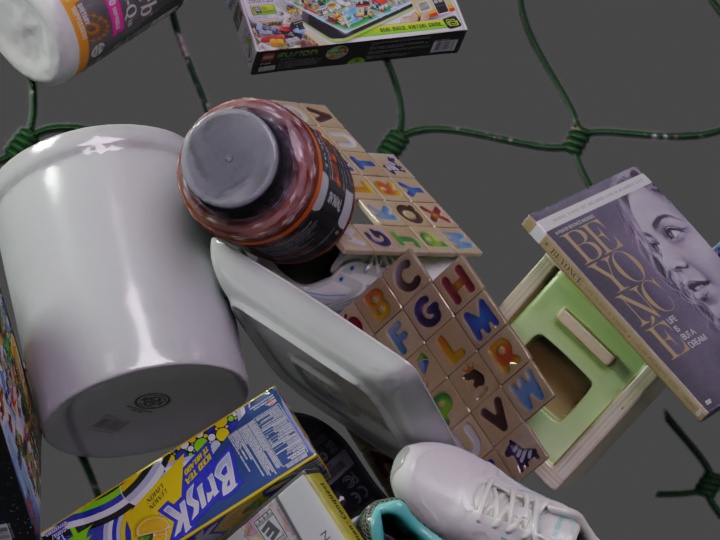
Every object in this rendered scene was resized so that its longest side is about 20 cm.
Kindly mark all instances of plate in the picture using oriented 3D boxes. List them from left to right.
[{"bbox_3d":[-0.019,0.076,1.562,0.200,0.200,0.032,32,74,29],"label":"plate"}]

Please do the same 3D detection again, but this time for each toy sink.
[{"bbox_3d":[0.179,0.053,1.642,0.130,0.112,0.200,45,101,13],"label":"toy sink"}]

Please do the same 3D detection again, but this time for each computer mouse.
[{"bbox_3d":[-0.021,0.199,1.596,0.138,0.053,0.200,-34,85,-33],"label":"computer mouse"}]

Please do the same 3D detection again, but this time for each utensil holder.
[{"bbox_3d":[-0.179,0.018,1.590,0.170,0.170,0.200,-7,62,-20],"label":"utensil holder"}]

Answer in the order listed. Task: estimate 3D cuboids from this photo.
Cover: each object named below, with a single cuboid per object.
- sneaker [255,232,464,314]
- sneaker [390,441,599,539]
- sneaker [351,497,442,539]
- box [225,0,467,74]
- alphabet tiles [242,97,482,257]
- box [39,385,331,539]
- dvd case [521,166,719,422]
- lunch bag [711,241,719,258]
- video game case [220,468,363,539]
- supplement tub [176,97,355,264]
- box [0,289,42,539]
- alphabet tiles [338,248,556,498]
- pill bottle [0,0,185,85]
[{"bbox_3d":[0.000,0.000,1.702,0.200,0.087,0.075,-10,60,-23],"label":"sneaker"},{"bbox_3d":[0.114,0.178,1.511,0.200,0.080,0.071,32,65,-14],"label":"sneaker"},{"bbox_3d":[0.056,0.238,1.460,0.078,0.091,0.200,-35,71,-23],"label":"sneaker"},{"bbox_3d":[-0.016,-0.236,1.876,0.200,0.035,0.110,-9,61,-21],"label":"box"},{"bbox_3d":[-0.010,-0.078,1.742,0.167,0.008,0.200,1,40,-47],"label":"alphabet tiles"},{"bbox_3d":[-0.125,0.169,1.524,0.200,0.070,0.064,-31,69,-3],"label":"box"},{"bbox_3d":[0.231,0.013,1.600,0.149,0.016,0.200,-24,66,-46],"label":"dvd case"},{"bbox_3d":[0.333,-0.010,1.734,0.150,0.200,0.094,-35,74,-31],"label":"lunch bag"},{"bbox_3d":[-0.057,0.268,1.468,0.181,0.200,0.025,56,20,20],"label":"video game case"},{"bbox_3d":[-0.071,-0.066,1.549,0.107,0.200,0.107,-1,84,10],"label":"supplement tub"},{"bbox_3d":[-0.264,0.079,1.483,0.038,0.200,0.137,-10,36,0],"label":"box"},{"bbox_3d":[0.056,0.092,1.627,0.006,0.166,0.200,2,50,-57],"label":"alphabet tiles"},{"bbox_3d":[-0.214,-0.249,1.779,0.116,0.116,0.200,43,58,13],"label":"pill bottle"}]
